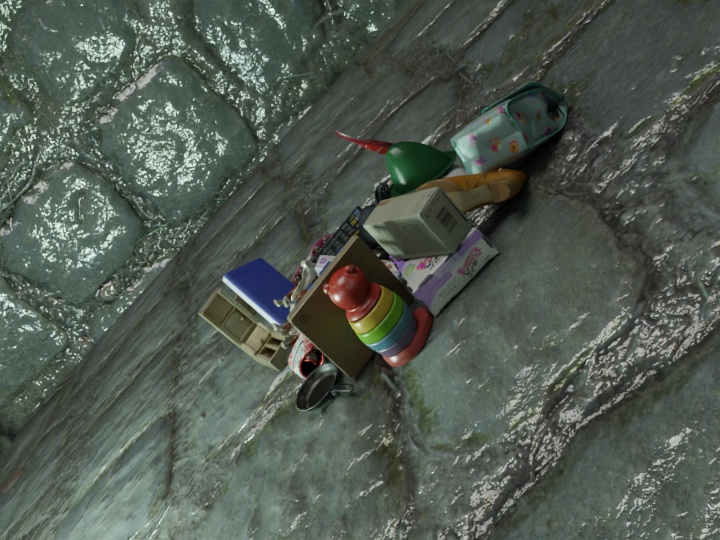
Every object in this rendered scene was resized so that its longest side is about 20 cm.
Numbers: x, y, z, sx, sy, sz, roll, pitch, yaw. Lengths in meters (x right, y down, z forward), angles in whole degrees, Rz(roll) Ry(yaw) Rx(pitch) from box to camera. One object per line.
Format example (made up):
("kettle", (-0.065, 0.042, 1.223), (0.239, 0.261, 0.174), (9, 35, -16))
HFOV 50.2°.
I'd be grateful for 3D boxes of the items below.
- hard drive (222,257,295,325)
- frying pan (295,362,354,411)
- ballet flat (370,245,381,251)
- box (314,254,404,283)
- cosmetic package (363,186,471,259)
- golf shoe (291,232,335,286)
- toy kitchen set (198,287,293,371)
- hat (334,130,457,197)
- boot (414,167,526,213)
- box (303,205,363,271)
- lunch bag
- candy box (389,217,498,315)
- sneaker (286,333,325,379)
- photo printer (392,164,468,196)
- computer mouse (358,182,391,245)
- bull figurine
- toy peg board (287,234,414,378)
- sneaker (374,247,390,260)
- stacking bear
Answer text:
("hard drive", (-0.218, 0.053, 1.853), (0.131, 0.199, 0.026), (-28, -32, -46))
("frying pan", (-0.058, 0.222, 1.519), (0.188, 0.031, 0.116), (-27, 31, 37))
("ballet flat", (0.033, -0.047, 1.749), (0.199, 0.057, 0.067), (-39, 23, 22))
("box", (0.000, 0.000, 1.630), (0.196, 0.042, 0.039), (6, 53, 24))
("cosmetic package", (0.102, -0.084, 1.426), (0.072, 0.105, 0.199), (-53, 23, -21))
("golf shoe", (-0.112, -0.016, 1.962), (0.200, 0.075, 0.092), (-48, 2, -21))
("toy kitchen set", (-0.246, 0.105, 1.840), (0.164, 0.200, 0.180), (-54, 23, -15))
("hat", (0.084, -0.271, 1.645), (0.198, 0.178, 0.166), (-34, 20, -3))
("boot", (0.212, -0.153, 1.472), (0.197, 0.072, 0.144), (-4, 13, 23))
("box", (-0.050, -0.049, 1.831), (0.201, 0.049, 0.160), (-50, -6, -6))
("lunch bag", (0.305, -0.287, 1.541), (0.199, 0.123, 0.169), (-35, 6, -38))
("candy box", (0.154, -0.030, 1.472), (0.168, 0.071, 0.200), (-45, 22, 7))
("sneaker", (-0.091, 0.133, 1.645), (0.205, 0.066, 0.108), (-66, 23, 3))
("photo printer", (0.147, -0.154, 1.651), (0.198, 0.070, 0.167), (-34, 23, 0))
("computer mouse", (0.027, -0.104, 1.652), (0.052, 0.142, 0.200), (-8, -2, -10))
("bull figurine", (-0.134, 0.078, 1.716), (0.120, 0.204, 0.065), (-21, 38, -36))
("toy peg board", (-0.033, 0.060, 1.475), (0.201, 0.199, 0.097), (-50, 35, -9))
("sneaker", (-0.009, -0.003, 1.712), (0.200, 0.066, 0.091), (-42, 54, 21))
("stacking bear", (0.022, 0.071, 1.385), (0.121, 0.200, 0.115), (-37, 24, 24))
